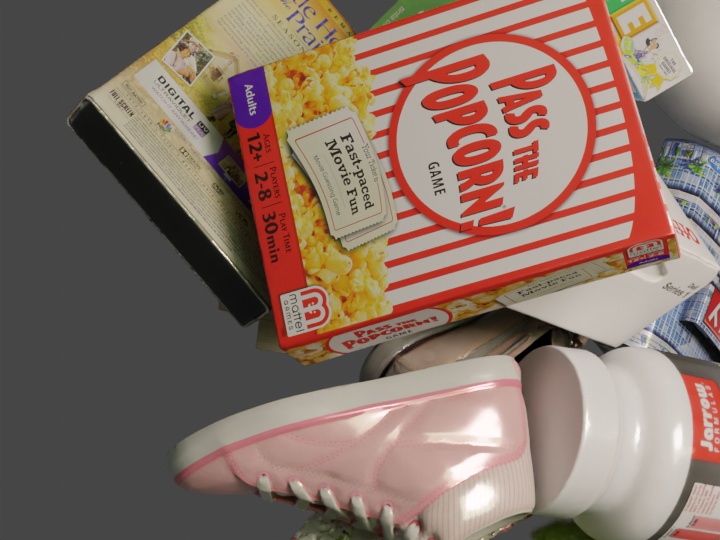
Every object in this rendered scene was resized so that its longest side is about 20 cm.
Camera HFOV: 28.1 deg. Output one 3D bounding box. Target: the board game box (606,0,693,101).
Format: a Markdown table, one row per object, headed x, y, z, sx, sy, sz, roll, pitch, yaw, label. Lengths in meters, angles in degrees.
| x | y | z | sx | sy | sz | roll | pitch | yaw | label |
| --- | --- | --- | --- | --- | --- | --- | --- | --- | --- |
| 0.138 | -0.177 | 0.904 | 0.034 | 0.200 | 0.135 | -29 | 100 | 2 | board game box |

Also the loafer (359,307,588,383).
| x | y | z | sx | sy | sz | roll | pitch | yaw | label |
| --- | --- | --- | --- | --- | --- | --- | --- | --- | --- |
| 0.092 | 0.053 | 0.884 | 0.199 | 0.072 | 0.063 | -19 | 51 | -33 | loafer |

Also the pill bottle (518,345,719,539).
| x | y | z | sx | sy | sz | roll | pitch | yaw | label |
| --- | --- | --- | --- | --- | --- | --- | --- | --- | --- |
| 0.186 | 0.108 | 0.841 | 0.199 | 0.116 | 0.117 | 12 | 74 | -25 | pill bottle |

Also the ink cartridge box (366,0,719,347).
| x | y | z | sx | sy | sz | roll | pitch | yaw | label |
| --- | --- | --- | --- | --- | --- | --- | --- | --- | --- |
| 0.103 | -0.066 | 0.836 | 0.144 | 0.084 | 0.201 | 19 | 37 | -52 | ink cartridge box |

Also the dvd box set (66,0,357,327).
| x | y | z | sx | sy | sz | roll | pitch | yaw | label |
| --- | --- | --- | --- | --- | --- | --- | --- | --- | --- |
| -0.053 | -0.081 | 0.809 | 0.147 | 0.029 | 0.200 | 49 | 45 | -8 | dvd box set |

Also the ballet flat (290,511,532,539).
| x | y | z | sx | sy | sz | roll | pitch | yaw | label |
| --- | --- | --- | --- | --- | --- | --- | --- | --- | --- |
| 0.034 | 0.147 | 0.839 | 0.199 | 0.064 | 0.076 | -27 | 97 | -34 | ballet flat |

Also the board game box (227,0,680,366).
| x | y | z | sx | sy | sz | roll | pitch | yaw | label |
| --- | --- | --- | --- | --- | --- | --- | --- | --- | --- |
| 0.043 | -0.053 | 0.724 | 0.046 | 0.199 | 0.153 | 46 | 29 | -68 | board game box |

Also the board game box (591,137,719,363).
| x | y | z | sx | sy | sz | roll | pitch | yaw | label |
| --- | --- | --- | --- | --- | --- | --- | --- | --- | --- |
| 0.233 | 0.050 | 0.964 | 0.200 | 0.061 | 0.201 | 43 | 63 | -47 | board game box |

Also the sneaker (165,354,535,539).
| x | y | z | sx | sy | sz | roll | pitch | yaw | label |
| --- | --- | --- | --- | --- | --- | --- | --- | --- | --- |
| 0.000 | 0.117 | 0.768 | 0.199 | 0.075 | 0.105 | -12 | 75 | -4 | sneaker |

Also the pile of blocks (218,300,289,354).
| x | y | z | sx | sy | sz | roll | pitch | yaw | label |
| --- | --- | --- | --- | --- | --- | --- | --- | --- | --- |
| 0.000 | 0.000 | 0.858 | 0.199 | 0.062 | 0.082 | -13 | 43 | -27 | pile of blocks |

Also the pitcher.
| x | y | z | sx | sy | sz | roll | pitch | yaw | label |
| --- | --- | --- | --- | --- | --- | --- | --- | --- | --- |
| 0.246 | -0.161 | 0.980 | 0.171 | 0.121 | 0.201 | 30 | 22 | -44 | pitcher |
